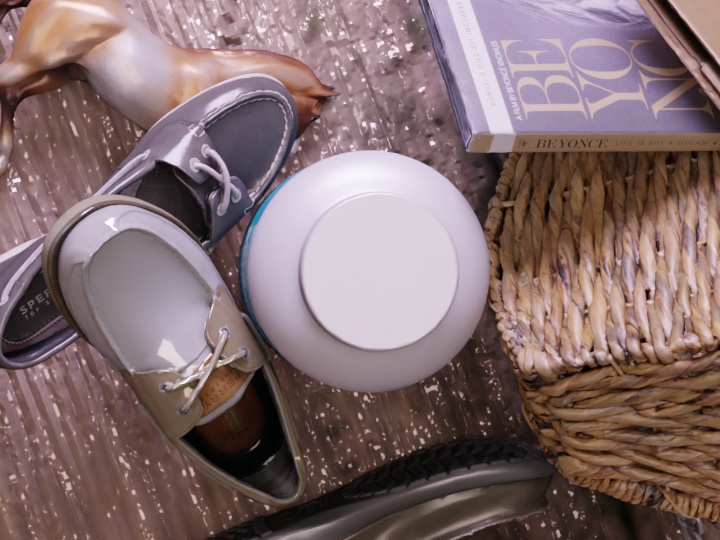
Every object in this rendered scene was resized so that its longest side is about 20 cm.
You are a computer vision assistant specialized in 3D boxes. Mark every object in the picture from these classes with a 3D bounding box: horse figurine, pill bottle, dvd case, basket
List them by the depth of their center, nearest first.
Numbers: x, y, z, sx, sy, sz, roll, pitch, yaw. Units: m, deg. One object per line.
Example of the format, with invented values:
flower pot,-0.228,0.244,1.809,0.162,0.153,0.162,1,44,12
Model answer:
pill bottle,0.000,0.000,1.192,0.111,0.200,0.111,0,90,-5
dvd case,0.128,-0.113,1.193,0.200,0.016,0.149,-1,49,-16
basket,0.144,0.021,1.217,0.143,0.200,0.149,-11,133,18
horse figurine,-0.126,-0.085,1.257,0.200,0.050,0.133,31,94,-7

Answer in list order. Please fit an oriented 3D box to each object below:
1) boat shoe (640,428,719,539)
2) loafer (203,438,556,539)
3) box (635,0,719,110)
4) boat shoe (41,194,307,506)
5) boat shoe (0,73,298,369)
boat shoe,0.180,0.103,1.278,0.202,0.075,0.086,15,92,-14
loafer,0.007,0.141,1.263,0.200,0.075,0.070,-20,97,5
box,0.226,-0.128,1.168,0.200,0.021,0.164,-24,67,-29
boat shoe,-0.077,0.040,1.194,0.075,0.068,0.200,-42,137,-6
boat shoe,-0.103,-0.018,1.212,0.200,0.057,0.067,-38,116,-8
